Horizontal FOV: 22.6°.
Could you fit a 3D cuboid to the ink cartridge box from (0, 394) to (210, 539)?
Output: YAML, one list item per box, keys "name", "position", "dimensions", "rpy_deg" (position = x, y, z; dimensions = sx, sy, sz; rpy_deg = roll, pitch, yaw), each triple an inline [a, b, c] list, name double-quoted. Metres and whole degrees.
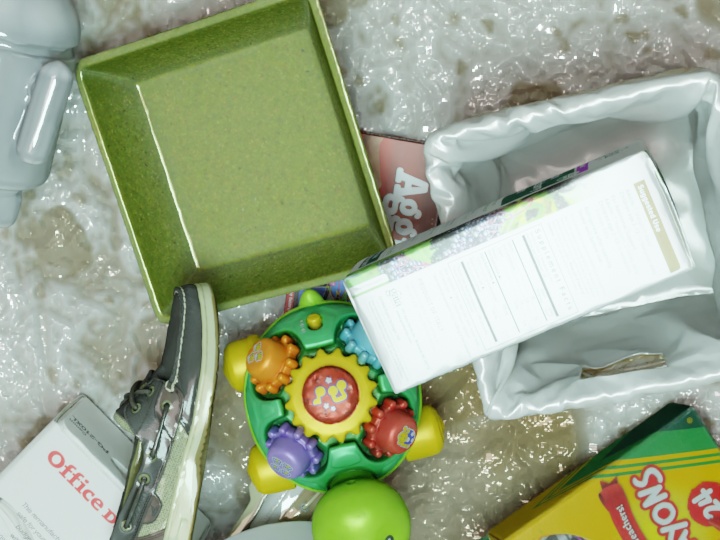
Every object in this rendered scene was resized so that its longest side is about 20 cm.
- name: "ink cartridge box"
  position: [-0.232, 0.216, 1.348]
  dimensions: [0.145, 0.084, 0.200]
  rpy_deg: [45, 103, -3]

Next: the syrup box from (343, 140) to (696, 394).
- name: "syrup box"
  position: [0.098, -0.004, 1.101]
  dimensions: [0.199, 0.079, 0.082]
  rpy_deg: [-24, 96, 10]

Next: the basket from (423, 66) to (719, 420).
- name: "basket"
  position: [0.161, -0.027, 1.210]
  dimensions: [0.197, 0.161, 0.201]
  rpy_deg: [-12, 100, 10]

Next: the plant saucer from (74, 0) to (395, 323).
- name: "plant saucer"
  position: [-0.081, -0.082, 1.273]
  dimensions: [0.199, 0.048, 0.201]
  rpy_deg: [-14, 100, 24]

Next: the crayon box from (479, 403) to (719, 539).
- name: "crayon box"
  position: [0.181, 0.202, 1.269]
  dimensions: [0.199, 0.051, 0.127]
  rpy_deg: [-35, 95, -8]

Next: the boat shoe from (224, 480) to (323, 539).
- name: "boat shoe"
  position: [-0.064, 0.206, 1.329]
  dimensions: [0.068, 0.075, 0.201]
  rpy_deg: [26, 102, 8]

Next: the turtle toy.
- name: "turtle toy"
  position: [-0.014, 0.110, 1.248]
  dimensions: [0.145, 0.101, 0.201]
  rpy_deg: [-14, 85, 0]

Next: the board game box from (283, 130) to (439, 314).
- name: "board game box"
  position: [0.000, 0.000, 1.309]
  dimensions: [0.102, 0.019, 0.201]
  rpy_deg: [9, 102, 5]

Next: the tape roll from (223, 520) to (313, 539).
- name: "tape roll"
  position: [-0.053, 0.278, 1.297]
  dimensions: [0.201, 0.071, 0.203]
  rpy_deg: [-8, 124, -12]

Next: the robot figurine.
- name: "robot figurine"
  position: [-0.263, -0.133, 1.270]
  dimensions: [0.169, 0.113, 0.201]
  rpy_deg: [26, 107, 37]

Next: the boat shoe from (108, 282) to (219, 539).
- name: "boat shoe"
  position: [-0.139, 0.107, 1.257]
  dimensions: [0.066, 0.072, 0.202]
  rpy_deg: [6, 92, -13]
